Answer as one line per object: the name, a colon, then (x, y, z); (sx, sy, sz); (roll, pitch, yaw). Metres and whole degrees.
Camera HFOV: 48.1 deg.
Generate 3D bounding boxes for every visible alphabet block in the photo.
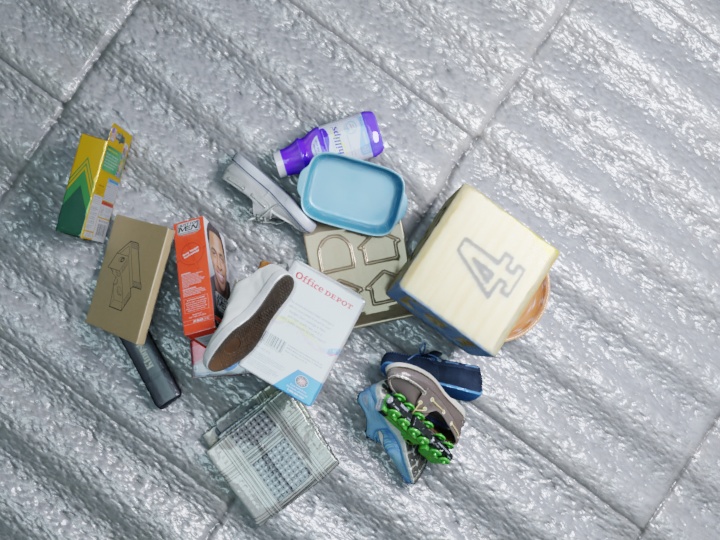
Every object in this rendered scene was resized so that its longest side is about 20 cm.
alphabet block: (0.181, 0.006, 1.348); (0.195, 0.195, 0.202); (35, 83, -2)

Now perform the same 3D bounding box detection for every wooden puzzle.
wooden puzzle: (0.000, 0.000, 1.461); (0.181, 0.046, 0.205); (-11, 84, -2)

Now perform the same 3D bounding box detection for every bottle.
bottle: (-0.059, -0.220, 1.452); (0.196, 0.065, 0.085); (-18, 92, -2)

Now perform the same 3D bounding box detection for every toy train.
toy train: (0.093, 0.272, 1.378); (0.200, 0.056, 0.042); (47, 50, -33)

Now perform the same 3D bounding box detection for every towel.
towel: (-0.163, 0.322, 1.451); (0.191, 0.035, 0.202); (-35, 89, -2)

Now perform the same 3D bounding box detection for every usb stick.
usb stick: (-0.387, 0.151, 1.451); (0.055, 0.033, 0.203); (-29, 89, 6)

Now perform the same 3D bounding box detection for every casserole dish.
casserole dish: (-0.014, -0.135, 1.416); (0.195, 0.039, 0.124); (14, 100, -5)

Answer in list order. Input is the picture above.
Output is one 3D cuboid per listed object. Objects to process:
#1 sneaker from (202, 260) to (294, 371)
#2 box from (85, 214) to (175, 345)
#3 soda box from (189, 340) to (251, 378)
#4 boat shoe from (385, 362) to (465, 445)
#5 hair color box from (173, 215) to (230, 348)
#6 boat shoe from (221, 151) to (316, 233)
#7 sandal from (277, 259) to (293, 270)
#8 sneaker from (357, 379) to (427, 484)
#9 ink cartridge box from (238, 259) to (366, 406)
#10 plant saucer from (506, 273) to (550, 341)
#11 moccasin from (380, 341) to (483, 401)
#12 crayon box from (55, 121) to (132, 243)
sneaker: (-0.194, 0.072, 1.318); (0.084, 0.073, 0.201); (31, 76, 37)
box: (-0.405, 0.012, 1.413); (0.161, 0.021, 0.205); (13, 87, 38)
soda box: (-0.201, 0.149, 1.441); (0.195, 0.063, 0.072); (-5, 88, -1)
boat shoe: (0.112, 0.232, 1.402); (0.071, 0.060, 0.200); (-22, 129, 35)
hair color box: (-0.268, 0.022, 1.390); (0.060, 0.102, 0.204); (-14, 69, 8)
boat shoe: (-0.172, -0.117, 1.442); (0.201, 0.075, 0.087); (41, 96, 8)
sandal: (-0.182, 0.061, 1.448); (0.201, 0.083, 0.050); (-34, 132, -1)
sneaker: (0.056, 0.290, 1.447); (0.089, 0.078, 0.204); (-16, 103, 36)
ink cartridge box: (-0.096, 0.105, 1.372); (0.142, 0.085, 0.203); (29, 85, 2)
plant saucer: (0.245, 0.028, 1.467); (0.195, 0.037, 0.206); (0, 89, -1)
moccasin: (0.126, 0.178, 1.448); (0.196, 0.080, 0.070); (21, 60, -18)
crayon box: (-0.464, -0.156, 1.412); (0.050, 0.126, 0.205); (15, 88, 0)
